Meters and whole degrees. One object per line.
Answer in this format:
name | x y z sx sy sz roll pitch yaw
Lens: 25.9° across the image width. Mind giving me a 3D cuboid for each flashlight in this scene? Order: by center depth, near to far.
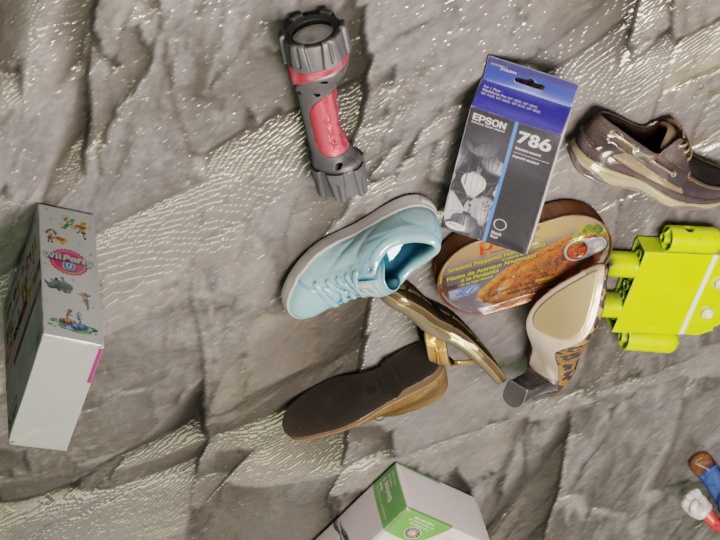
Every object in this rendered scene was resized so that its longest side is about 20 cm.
flashlight | -0.029 -0.155 1.530 0.068 0.068 0.200 -12 131 2

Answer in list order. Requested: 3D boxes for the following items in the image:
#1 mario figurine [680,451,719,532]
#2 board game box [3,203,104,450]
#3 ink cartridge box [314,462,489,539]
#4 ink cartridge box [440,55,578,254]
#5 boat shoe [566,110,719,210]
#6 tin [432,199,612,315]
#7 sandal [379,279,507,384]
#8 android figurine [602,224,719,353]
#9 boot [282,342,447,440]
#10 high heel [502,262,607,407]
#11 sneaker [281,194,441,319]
mario figurine | 0.484 0.292 1.963 0.106 0.200 0.123 21 121 -30
board game box | -0.305 0.054 1.547 0.064 0.200 0.148 10 127 -23
ink cartridge box | 0.039 0.353 1.974 0.146 0.084 0.200 29 118 -33
ink cartridge box | 0.150 -0.115 1.606 0.099 0.039 0.200 18 128 9
boat shoe | 0.317 -0.118 1.650 0.200 0.075 0.073 11 127 -24
tin | 0.177 -0.015 1.726 0.200 0.042 0.112 -15 136 -2
sandal | 0.082 0.071 1.746 0.200 0.080 0.054 35 104 -29
android figurine | 0.361 0.021 1.805 0.200 0.041 0.182 5 128 -16
boot | 0.009 0.157 1.813 0.200 0.074 0.075 -23 142 2
high heel | 0.241 0.062 1.784 0.143 0.071 0.200 -18 142 -59
sneaker | 0.000 0.000 1.661 0.200 0.082 0.074 -37 128 17
